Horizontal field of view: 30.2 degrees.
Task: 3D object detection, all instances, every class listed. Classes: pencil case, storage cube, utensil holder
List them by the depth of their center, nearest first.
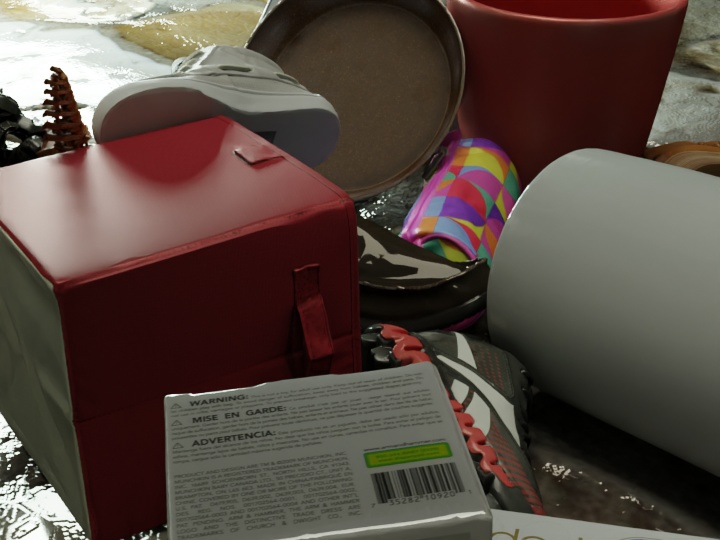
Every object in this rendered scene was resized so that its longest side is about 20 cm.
[{"bbox_3d":[0.198,0.027,0.791,0.169,0.171,0.199,-24,32,-37],"label":"utensil holder"},{"bbox_3d":[-0.118,0.026,0.799,0.179,0.172,0.200,-17,31,-26],"label":"storage cube"},{"bbox_3d":[0.069,-0.032,0.997,0.088,0.089,0.200,4,27,10],"label":"pencil case"}]

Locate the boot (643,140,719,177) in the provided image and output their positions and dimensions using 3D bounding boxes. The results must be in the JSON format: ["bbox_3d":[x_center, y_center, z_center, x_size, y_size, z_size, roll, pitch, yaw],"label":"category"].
[{"bbox_3d":[0.328,-0.067,1.072,0.198,0.074,0.155,14,11,-5],"label":"boot"}]

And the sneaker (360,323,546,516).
[{"bbox_3d":[0.069,0.094,0.766,0.097,0.071,0.201,-4,30,-21],"label":"sneaker"}]

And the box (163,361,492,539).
[{"bbox_3d":[-0.012,0.153,0.517,0.111,0.202,0.102,-7,27,-6],"label":"box"}]

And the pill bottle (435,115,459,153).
[{"bbox_3d":[0.090,-0.171,1.234,0.199,0.113,0.112,-14,30,-24],"label":"pill bottle"}]

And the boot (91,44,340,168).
[{"bbox_3d":[-0.113,-0.113,0.921,0.199,0.074,0.096,0,33,-44],"label":"boot"}]

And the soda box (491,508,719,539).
[{"bbox_3d":[0.102,0.165,0.637,0.198,0.064,0.068,5,28,14],"label":"soda box"}]

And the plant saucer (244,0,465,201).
[{"bbox_3d":[-0.008,-0.145,1.074,0.199,0.202,0.034,10,-11,22],"label":"plant saucer"}]

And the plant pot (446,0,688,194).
[{"bbox_3d":[0.162,-0.149,1.107,0.198,0.179,0.201,2,26,-1],"label":"plant pot"}]

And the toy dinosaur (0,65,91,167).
[{"bbox_3d":[-0.224,-0.072,0.875,0.135,0.201,0.103,21,33,-16],"label":"toy dinosaur"}]

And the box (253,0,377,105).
[{"bbox_3d":[-0.043,-0.168,1.155,0.116,0.201,0.060,20,-8,34],"label":"box"}]

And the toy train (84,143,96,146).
[{"bbox_3d":[-0.140,-0.047,1.003,0.198,0.115,0.087,-8,27,-12],"label":"toy train"}]

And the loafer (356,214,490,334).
[{"bbox_3d":[0.000,0.000,0.883,0.199,0.072,0.073,0,15,32],"label":"loafer"}]
